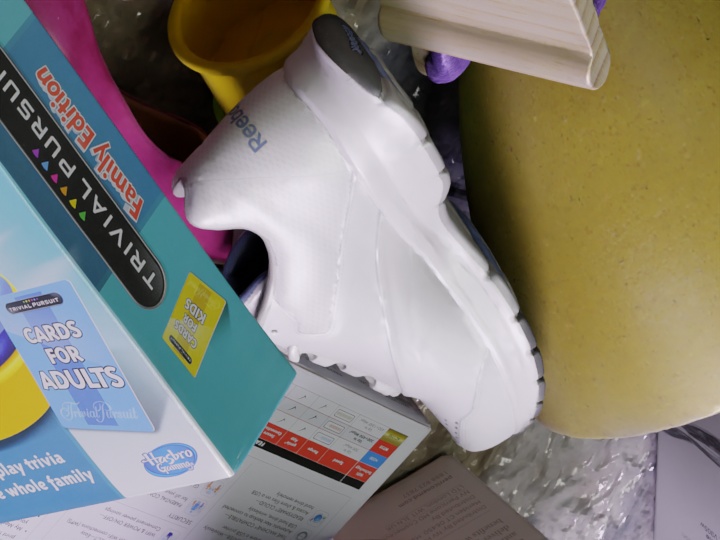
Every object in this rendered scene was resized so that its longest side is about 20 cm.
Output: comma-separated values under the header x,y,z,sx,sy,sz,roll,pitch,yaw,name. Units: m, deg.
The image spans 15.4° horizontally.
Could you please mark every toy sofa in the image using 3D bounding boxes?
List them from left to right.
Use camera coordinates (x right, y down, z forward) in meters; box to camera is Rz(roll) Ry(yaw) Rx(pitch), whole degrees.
x,y,z,sx,sy,sz,roll,pitch,yaw,name
0.081,-0.153,0.879,0.201,0.083,0.098,-61,149,-23,toy sofa

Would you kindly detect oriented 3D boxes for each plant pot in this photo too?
x,y,z,sx,sy,sz,roll,pitch,yaw,name
0.113,-0.055,0.969,0.200,0.200,0.142,-37,107,-14,plant pot

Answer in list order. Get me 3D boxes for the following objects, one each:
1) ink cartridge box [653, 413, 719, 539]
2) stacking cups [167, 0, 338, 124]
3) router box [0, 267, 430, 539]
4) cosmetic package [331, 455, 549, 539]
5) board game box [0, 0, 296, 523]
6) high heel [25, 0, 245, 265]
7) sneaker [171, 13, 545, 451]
x,y,z,sx,sy,sz,roll,pitch,yaw,name
0.208,0.042,1.166,0.145,0.084,0.201,-22,130,-27,ink cartridge box
-0.003,-0.029,0.960,0.060,0.060,0.200,-41,136,-10,stacking cups
-0.101,0.076,0.936,0.180,0.049,0.200,-47,138,13,router box
0.071,0.173,1.057,0.071,0.200,0.102,-28,133,-22,cosmetic package
-0.135,-0.016,0.751,0.200,0.151,0.047,55,43,-24,board game box
-0.076,-0.071,0.867,0.200,0.067,0.096,29,101,-46,high heel
0.000,0.000,0.909,0.087,0.075,0.200,-34,133,-1,sneaker
